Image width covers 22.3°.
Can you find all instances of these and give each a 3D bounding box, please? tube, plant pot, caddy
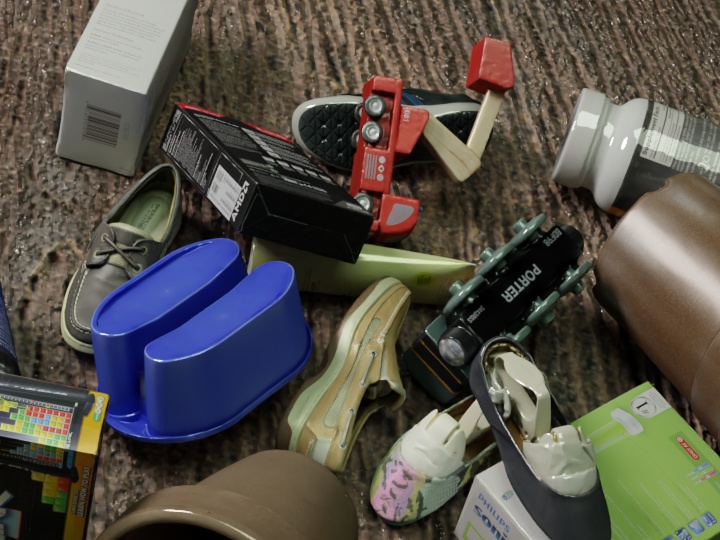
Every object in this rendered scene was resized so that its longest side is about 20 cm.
[{"bbox_3d":[0.000,0.000,1.615,0.197,0.053,0.058,8,12,-5],"label":"tube"},{"bbox_3d":[0.322,0.029,1.607,0.199,0.202,0.198,-23,52,-31],"label":"plant pot"},{"bbox_3d":[-0.083,0.221,1.337,0.199,0.202,0.175,26,30,8],"label":"plant pot"},{"bbox_3d":[-0.130,0.064,1.499,0.140,0.106,0.199,21,42,37],"label":"caddy"}]

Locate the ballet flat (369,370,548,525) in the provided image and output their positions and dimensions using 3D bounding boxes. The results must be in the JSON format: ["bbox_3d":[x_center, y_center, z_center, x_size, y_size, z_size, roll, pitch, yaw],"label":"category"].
[{"bbox_3d":[0.085,0.135,1.518,0.199,0.072,0.069,-31,64,-35],"label":"ballet flat"}]

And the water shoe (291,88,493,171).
[{"bbox_3d":[0.027,-0.139,1.757,0.197,0.072,0.079,2,22,-13],"label":"water shoe"}]

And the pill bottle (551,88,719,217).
[{"bbox_3d":[0.291,-0.097,1.750,0.198,0.117,0.117,19,47,2],"label":"pill bottle"}]

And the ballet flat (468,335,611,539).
[{"bbox_3d":[0.141,0.130,1.428,0.072,0.073,0.201,-9,50,-23],"label":"ballet flat"}]

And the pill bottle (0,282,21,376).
[{"bbox_3d":[-0.327,0.066,1.431,0.111,0.112,0.201,-5,51,-20],"label":"pill bottle"}]

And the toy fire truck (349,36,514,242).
[{"bbox_3d":[0.063,-0.121,1.689,0.139,0.049,0.203,9,83,-12],"label":"toy fire truck"}]

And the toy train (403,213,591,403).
[{"bbox_3d":[0.120,0.031,1.588,0.085,0.114,0.200,45,50,3],"label":"toy train"}]

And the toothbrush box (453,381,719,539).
[{"bbox_3d":[0.200,0.202,1.483,0.199,0.087,0.146,-24,58,-33],"label":"toothbrush box"}]

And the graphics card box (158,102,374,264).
[{"bbox_3d":[-0.084,-0.078,1.593,0.124,0.051,0.200,16,15,-33],"label":"graphics card box"}]

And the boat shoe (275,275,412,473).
[{"bbox_3d":[0.006,0.092,1.531,0.075,0.072,0.201,19,57,19],"label":"boat shoe"}]

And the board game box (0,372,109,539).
[{"bbox_3d":[-0.273,0.151,1.313,0.163,0.201,0.057,10,49,-6],"label":"board game box"}]

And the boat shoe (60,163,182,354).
[{"bbox_3d":[-0.203,-0.016,1.569,0.071,0.066,0.202,20,46,4],"label":"boat shoe"}]

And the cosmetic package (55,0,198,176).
[{"bbox_3d":[-0.213,-0.200,1.698,0.080,0.113,0.201,16,46,-2],"label":"cosmetic package"}]
